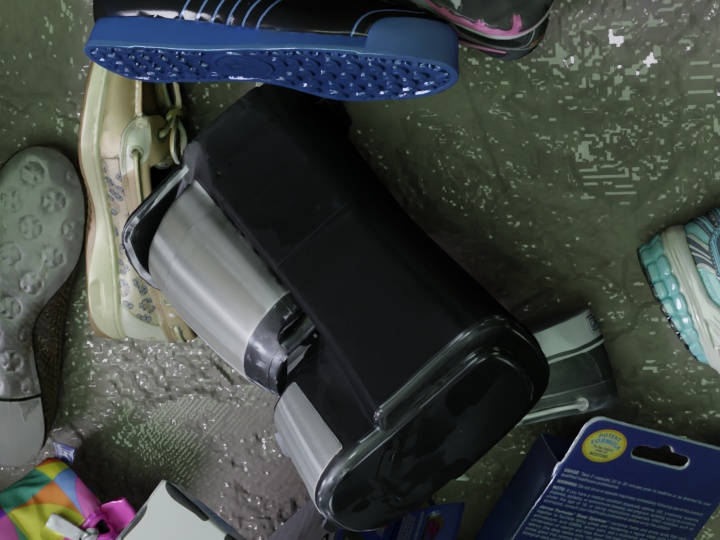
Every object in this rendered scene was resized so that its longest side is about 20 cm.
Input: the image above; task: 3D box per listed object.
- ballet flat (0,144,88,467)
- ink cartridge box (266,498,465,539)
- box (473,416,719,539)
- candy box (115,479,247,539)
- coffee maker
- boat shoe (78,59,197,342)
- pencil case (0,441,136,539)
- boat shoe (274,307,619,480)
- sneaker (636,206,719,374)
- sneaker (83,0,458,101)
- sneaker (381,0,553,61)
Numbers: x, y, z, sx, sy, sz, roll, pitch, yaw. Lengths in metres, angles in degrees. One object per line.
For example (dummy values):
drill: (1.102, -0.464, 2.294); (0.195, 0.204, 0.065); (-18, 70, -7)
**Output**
ballet flat: (-0.200, 0.020, 0.983); (0.067, 0.046, 0.202); (7, 107, -4)
ink cartridge box: (-0.025, 0.194, 0.953); (0.076, 0.137, 0.200); (41, 112, -6)
box: (0.122, 0.163, 0.938); (0.120, 0.032, 0.201); (16, 117, -29)
candy box: (-0.074, 0.234, 0.830); (0.200, 0.072, 0.168); (39, 84, 6)
coffee maker: (0.000, 0.000, 0.840); (0.200, 0.134, 0.193); (47, 115, 30)
boat shoe: (-0.119, -0.052, 0.926); (0.062, 0.073, 0.202); (7, 120, 7)
pencil case: (-0.228, 0.191, 0.963); (0.088, 0.200, 0.089); (40, 153, 25)
boat shoe: (0.049, 0.084, 0.933); (0.198, 0.074, 0.069); (-20, 90, 8)
sneaker: (0.235, 0.050, 0.881); (0.086, 0.078, 0.201); (-34, 99, 17)
sneaker: (-0.043, -0.135, 0.823); (0.198, 0.070, 0.079); (7, 77, 14)
sneaker: (0.015, -0.167, 0.852); (0.200, 0.086, 0.080); (41, 82, 18)
